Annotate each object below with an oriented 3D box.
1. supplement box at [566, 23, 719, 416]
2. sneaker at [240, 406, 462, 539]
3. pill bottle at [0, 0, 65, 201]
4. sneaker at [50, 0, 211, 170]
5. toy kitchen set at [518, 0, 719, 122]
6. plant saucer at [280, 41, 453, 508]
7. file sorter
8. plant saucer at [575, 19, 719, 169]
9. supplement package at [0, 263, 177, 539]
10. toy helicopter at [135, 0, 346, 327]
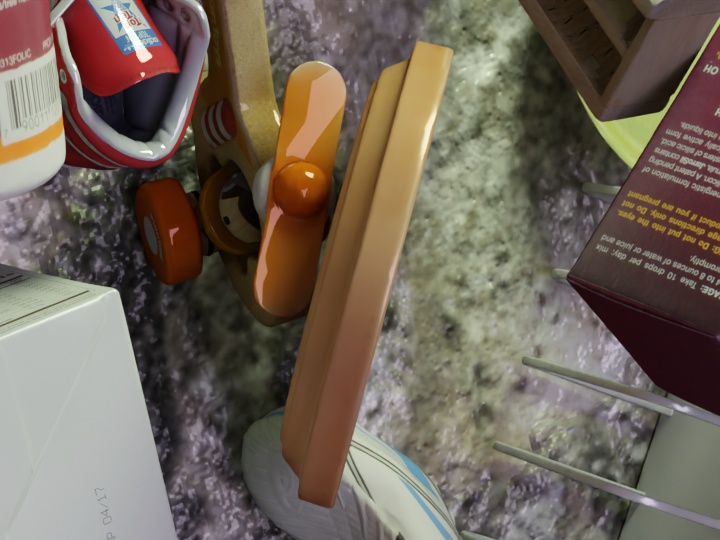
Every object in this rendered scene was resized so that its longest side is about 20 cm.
[{"bbox_3d":[0.190,-0.041,1.069,0.201,0.085,0.110,-58,141,-11],"label":"supplement box"},{"bbox_3d":[0.027,0.133,1.114,0.072,0.200,0.072,-20,150,-45],"label":"sneaker"},{"bbox_3d":[-0.178,-0.129,0.919,0.114,0.114,0.201,-15,109,-30],"label":"pill bottle"},{"bbox_3d":[-0.126,-0.132,1.003,0.071,0.112,0.201,-31,112,-24],"label":"sneaker"},{"bbox_3d":[0.039,-0.173,1.024,0.199,0.181,0.163,-12,147,-30],"label":"toy kitchen set"},{"bbox_3d":[0.000,0.000,1.040,0.032,0.200,0.201,15,90,1],"label":"plant saucer"},{"bbox_3d":[0.153,0.067,1.203,0.124,0.139,0.201,21,87,-30],"label":"file sorter"},{"bbox_3d":[0.186,-0.126,1.228,0.199,0.031,0.201,1,87,-18],"label":"plant saucer"},{"bbox_3d":[-0.168,0.120,1.015,0.155,0.111,0.201,-23,109,-33],"label":"supplement package"},{"bbox_3d":[-0.047,-0.067,1.030,0.078,0.132,0.201,-14,118,-17],"label":"toy helicopter"}]
